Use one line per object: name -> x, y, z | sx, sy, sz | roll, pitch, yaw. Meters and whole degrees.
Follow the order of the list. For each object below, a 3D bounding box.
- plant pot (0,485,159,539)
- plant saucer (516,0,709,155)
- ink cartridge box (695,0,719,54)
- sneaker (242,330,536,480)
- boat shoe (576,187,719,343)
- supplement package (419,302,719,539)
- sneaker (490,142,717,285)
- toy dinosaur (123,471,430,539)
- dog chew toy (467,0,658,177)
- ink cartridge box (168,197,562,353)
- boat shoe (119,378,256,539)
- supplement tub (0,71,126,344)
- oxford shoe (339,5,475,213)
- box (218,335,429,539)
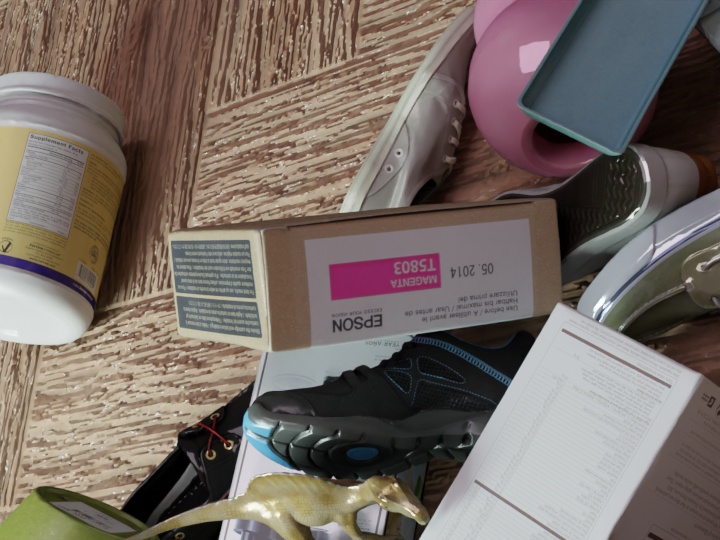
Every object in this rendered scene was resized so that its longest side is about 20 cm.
plant pot -> -0.216, 0.257, 1.044 | 0.187, 0.187, 0.201 | 24, 90, 46
plant saucer -> 0.167, -0.153, 0.937 | 0.070, 0.019, 0.200 | 27, 63, 12
ink cartridge box -> 0.287, -0.220, 0.968 | 0.200, 0.047, 0.160 | -46, 44, 16
sneaker -> 0.025, 0.081, 0.956 | 0.073, 0.199, 0.082 | 114, 153, -61
boat shoe -> 0.216, -0.008, 0.899 | 0.200, 0.072, 0.062 | -37, 54, 20
supplement package -> 0.125, 0.141, 0.869 | 0.114, 0.109, 0.201 | 30, 88, 47
sneaker -> 0.147, -0.025, 0.985 | 0.200, 0.084, 0.073 | -24, 72, 55
toy dinosaur -> -0.038, 0.141, 0.926 | 0.199, 0.101, 0.058 | -11, 59, 26
dog chew toy -> 0.129, -0.158, 1.031 | 0.124, 0.124, 0.201 | -29, 43, 27
ink cartridge box -> 0.000, 0.000, 0.964 | 0.165, 0.199, 0.076 | -176, 81, -65
boat shoe -> -0.099, 0.139, 1.111 | 0.202, 0.063, 0.074 | -49, 42, 8
supplement tub -> -0.281, -0.052, 1.319 | 0.145, 0.145, 0.201 | -9, 61, 39
oxford shoe -> 0.048, -0.100, 1.117 | 0.058, 0.075, 0.201 | 26, 74, 5
box -> -0.021, 0.139, 1.016 | 0.116, 0.060, 0.201 | 2, 68, 23
